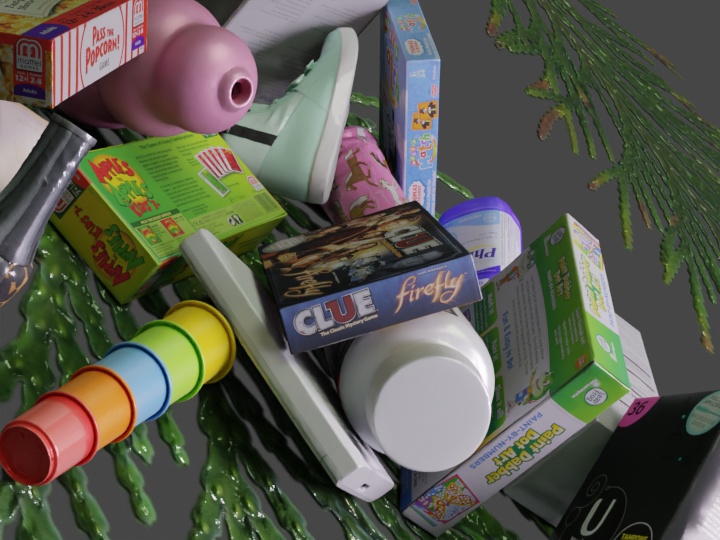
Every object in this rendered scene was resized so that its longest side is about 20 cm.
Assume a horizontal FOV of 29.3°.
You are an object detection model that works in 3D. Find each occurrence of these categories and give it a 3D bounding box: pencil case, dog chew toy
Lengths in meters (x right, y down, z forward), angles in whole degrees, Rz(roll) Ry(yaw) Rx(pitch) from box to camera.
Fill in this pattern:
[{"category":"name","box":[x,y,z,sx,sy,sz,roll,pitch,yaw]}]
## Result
[{"category":"pencil case","box":[0.018,-0.038,1.232,0.082,0.087,0.200,-22,62,-16]},{"category":"dog chew toy","box":[-0.156,-0.156,1.034,0.199,0.125,0.124,23,9,37]}]

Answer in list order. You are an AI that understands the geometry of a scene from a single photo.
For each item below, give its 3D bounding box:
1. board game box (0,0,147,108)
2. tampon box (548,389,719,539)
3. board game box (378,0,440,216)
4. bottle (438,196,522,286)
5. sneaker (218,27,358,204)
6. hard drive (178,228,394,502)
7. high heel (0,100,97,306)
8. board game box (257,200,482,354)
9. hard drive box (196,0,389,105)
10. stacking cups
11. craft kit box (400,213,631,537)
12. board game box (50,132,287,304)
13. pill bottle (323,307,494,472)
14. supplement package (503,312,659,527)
[{"category":"board game box","box":[-0.262,-0.162,0.914,0.199,0.047,0.152,10,24,11]},{"category":"tampon box","box":[0.238,0.205,1.024,0.126,0.150,0.200,40,70,-12]},{"category":"board game box","box":[0.044,-0.146,1.309,0.036,0.201,0.152,-4,36,-7]},{"category":"bottle","box":[0.108,0.023,1.269,0.065,0.083,0.201,51,31,-38]},{"category":"sneaker","box":[-0.068,-0.151,1.208,0.118,0.074,0.201,11,50,2]},{"category":"hard drive","box":[-0.050,0.070,0.977,0.200,0.027,0.132,55,1,18]},{"category":"high heel","box":[-0.247,-0.042,0.893,0.071,0.143,0.200,34,-6,-29]},{"category":"board game box","box":[0.000,0.000,1.002,0.200,0.135,0.035,-124,-161,-74]},{"category":"hard drive box","box":[-0.074,-0.245,1.256,0.156,0.200,0.077,9,43,-52]},{"category":"stacking cups","box":[-0.150,0.079,0.853,0.061,0.061,0.200,47,31,3]},{"category":"craft kit box","box":[0.111,0.077,1.068,0.048,0.198,0.200,35,28,-19]},{"category":"board game box","box":[-0.145,-0.048,1.041,0.102,0.048,0.200,48,26,7]},{"category":"pill bottle","box":[0.035,0.071,0.999,0.111,0.111,0.200,38,6,-14]},{"category":"supplement package","box":[0.191,0.121,1.216,0.109,0.114,0.200,35,27,-23]}]
